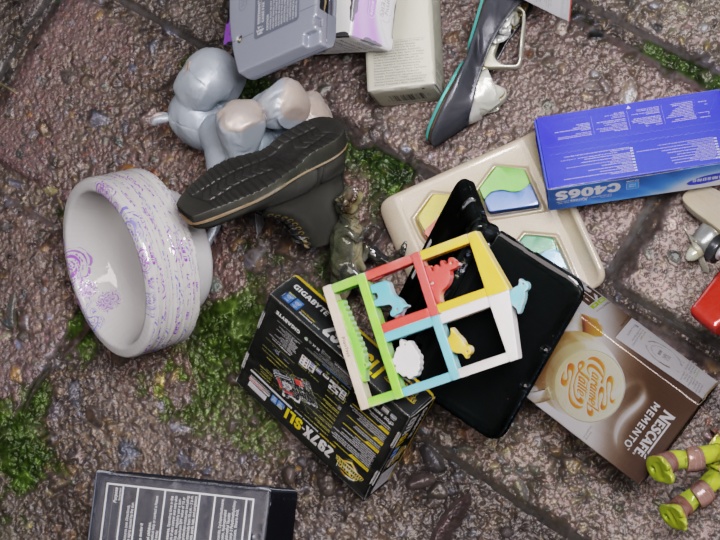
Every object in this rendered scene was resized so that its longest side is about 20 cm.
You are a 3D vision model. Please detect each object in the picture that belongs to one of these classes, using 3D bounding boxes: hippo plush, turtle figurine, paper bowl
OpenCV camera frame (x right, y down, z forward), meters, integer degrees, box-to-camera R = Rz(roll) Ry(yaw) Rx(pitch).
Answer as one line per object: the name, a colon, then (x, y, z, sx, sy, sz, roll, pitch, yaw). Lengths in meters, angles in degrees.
hippo plush: (-0.134, -0.162, 1.570, 0.161, 0.159, 0.201, 48, 137, 32)
turtle figurine: (0.360, 0.177, 1.381, 0.161, 0.064, 0.201, -22, 118, -18)
paper bowl: (-0.238, -0.012, 1.542, 0.200, 0.104, 0.202, 24, 122, 46)

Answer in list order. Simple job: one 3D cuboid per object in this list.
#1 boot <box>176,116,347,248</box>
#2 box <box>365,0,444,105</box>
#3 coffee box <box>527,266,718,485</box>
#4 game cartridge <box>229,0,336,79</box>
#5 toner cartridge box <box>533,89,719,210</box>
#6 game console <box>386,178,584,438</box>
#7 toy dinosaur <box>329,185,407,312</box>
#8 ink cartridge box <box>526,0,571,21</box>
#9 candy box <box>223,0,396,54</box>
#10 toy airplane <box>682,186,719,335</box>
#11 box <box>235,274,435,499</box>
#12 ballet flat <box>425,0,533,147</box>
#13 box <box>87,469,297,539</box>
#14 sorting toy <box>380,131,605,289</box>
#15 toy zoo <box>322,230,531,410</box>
boot: (-0.089, -0.059, 1.490, 0.199, 0.139, 0.077, -27, 42, -20)
box: (0.047, -0.290, 1.560, 0.082, 0.068, 0.201, -3, 81, 13)
coffee box: (0.246, 0.105, 1.436, 0.200, 0.080, 0.115, 37, 116, 16)
game cartridge: (-0.082, -0.305, 1.478, 0.133, 0.040, 0.201, -13, 66, 36)
toner cartridge box: (0.287, -0.126, 1.467, 0.199, 0.043, 0.095, -8, 59, 5)
game console: (0.122, 0.037, 1.449, 0.116, 0.176, 0.201, 19, 115, -16)
toy dinosaur: (0.000, 0.000, 1.528, 0.088, 0.047, 0.201, 13, 114, 2)
ink cartridge box: (0.166, -0.354, 1.488, 0.050, 0.109, 0.200, -30, 47, -30)
candy box: (-0.050, -0.326, 1.540, 0.199, 0.071, 0.169, 4, 86, 42)
toy airplane: (0.424, -0.003, 1.412, 0.198, 0.141, 0.201, 3, 46, 3)
box: (-0.031, 0.124, 1.484, 0.200, 0.160, 0.049, 40, 49, 16)
ballet flat: (0.137, -0.221, 1.531, 0.073, 0.073, 0.201, 22, 85, 15)
box: (-0.183, 0.322, 1.501, 0.197, 0.123, 0.201, 4, 82, 13)
sorting toy: (0.140, -0.032, 1.519, 0.199, 0.036, 0.186, -25, 78, 9)
toy zoo: (0.073, 0.045, 1.372, 0.199, 0.020, 0.132, -21, 82, 17)
